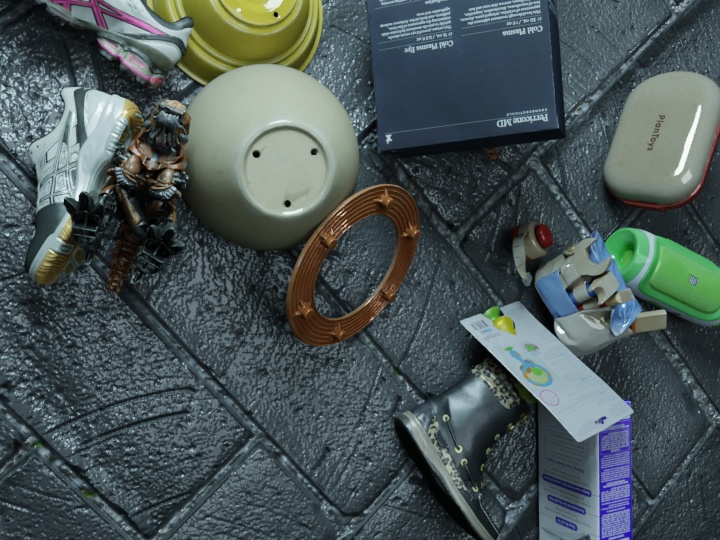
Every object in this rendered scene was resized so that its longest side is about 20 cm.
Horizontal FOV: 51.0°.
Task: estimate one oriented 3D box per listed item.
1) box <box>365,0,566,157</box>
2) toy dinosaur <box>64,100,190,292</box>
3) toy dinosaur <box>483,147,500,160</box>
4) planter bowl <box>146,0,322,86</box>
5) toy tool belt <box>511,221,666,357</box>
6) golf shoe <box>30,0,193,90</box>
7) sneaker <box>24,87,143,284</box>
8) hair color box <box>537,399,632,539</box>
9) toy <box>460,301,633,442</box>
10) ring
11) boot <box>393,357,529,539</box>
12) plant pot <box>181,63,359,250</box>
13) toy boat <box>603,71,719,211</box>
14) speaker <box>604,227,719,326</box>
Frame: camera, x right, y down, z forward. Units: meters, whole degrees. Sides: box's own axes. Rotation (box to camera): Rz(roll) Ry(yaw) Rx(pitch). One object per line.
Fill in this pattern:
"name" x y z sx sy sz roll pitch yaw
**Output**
"box" 0.119 -0.229 0.841 0.199 0.104 0.183 -3 92 20
"toy dinosaur" -0.207 -0.059 0.726 0.102 0.136 0.200 3 122 -1
"toy dinosaur" 0.152 -0.243 0.930 0.135 0.102 0.201 -8 109 0
"planter bowl" -0.120 -0.295 0.805 0.200 0.083 0.201 0 90 -24
"toy tool belt" 0.291 0.008 0.952 0.200 0.123 0.125 56 37 -13
"golf shoe" -0.261 -0.273 0.743 0.200 0.073 0.092 35 98 -25
"sneaker" -0.293 -0.086 0.750 0.087 0.076 0.200 23 83 1
"hair color box" 0.285 0.260 0.965 0.065 0.109 0.201 0 91 -28
"toy" 0.217 0.126 0.914 0.115 0.047 0.200 -13 51 -38
"ring" 0.000 0.000 0.826 0.200 0.019 0.201 -33 140 -32
"boot" 0.149 0.222 0.929 0.150 0.073 0.200 -35 95 -18
"plant pot" -0.087 -0.108 0.768 0.200 0.134 0.201 -3 104 -14
"toy boat" 0.424 -0.166 1.031 0.131 0.130 0.200 31 78 -51
"speaker" 0.428 0.011 1.038 0.200 0.088 0.089 22 82 -21
